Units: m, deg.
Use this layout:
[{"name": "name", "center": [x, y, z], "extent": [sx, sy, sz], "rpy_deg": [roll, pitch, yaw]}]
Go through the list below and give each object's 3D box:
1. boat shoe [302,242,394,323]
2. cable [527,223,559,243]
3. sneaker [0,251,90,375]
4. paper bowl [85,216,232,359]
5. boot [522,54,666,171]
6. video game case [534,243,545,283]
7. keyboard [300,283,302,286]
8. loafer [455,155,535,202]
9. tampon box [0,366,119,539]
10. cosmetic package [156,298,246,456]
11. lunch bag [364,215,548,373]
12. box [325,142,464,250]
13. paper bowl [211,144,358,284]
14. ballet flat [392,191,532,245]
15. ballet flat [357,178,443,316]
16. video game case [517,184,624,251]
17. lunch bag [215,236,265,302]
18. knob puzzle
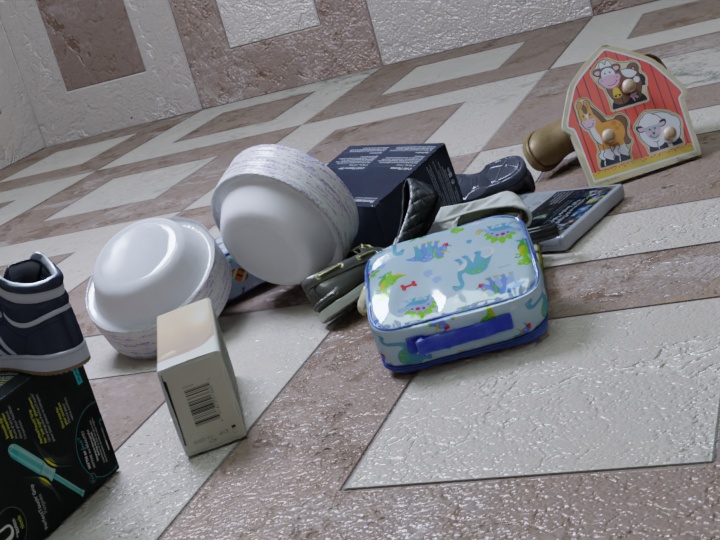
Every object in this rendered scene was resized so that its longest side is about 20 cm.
[{"name": "boat shoe", "center": [0.002, -0.001, 1.517], "extent": [0.201, 0.061, 0.072], "rpy_deg": [-34, -5, -44]}, {"name": "cable", "center": [0.150, -0.017, 1.441], "extent": [0.197, 0.051, 0.097], "rpy_deg": [-10, -3, -17]}, {"name": "sneaker", "center": [-0.357, 0.042, 1.153], "extent": [0.197, 0.110, 0.070], "rpy_deg": [0, 21, 31]}, {"name": "paper bowl", "center": [-0.282, 0.010, 1.575], "extent": [0.198, 0.105, 0.203], "rpy_deg": [-14, 45, 14]}, {"name": "boot", "center": [0.360, -0.248, 1.801], "extent": [0.174, 0.066, 0.200], "rpy_deg": [-34, -5, -42]}, {"name": "video game case", "center": [0.127, 0.021, 1.416], "extent": [0.197, 0.026, 0.181], "rpy_deg": [-13, 17, 11]}, {"name": "keyboard", "center": [-0.070, -0.014, 1.743], "extent": [0.055, 0.011, 0.200], "rpy_deg": [-18, 17, -1]}, {"name": "loafer", "center": [0.171, -0.112, 1.758], "extent": [0.198, 0.063, 0.073], "rpy_deg": [-18, 43, 31]}, {"name": "tampon box", "center": [-0.365, 0.186, 1.156], "extent": [0.124, 0.152, 0.200], "rpy_deg": [-6, 20, 27]}, {"name": "cosmetic package", "center": [-0.180, 0.114, 1.290], "extent": [0.070, 0.107, 0.200], "rpy_deg": [-18, 15, -5]}, {"name": "lunch bag", "center": [0.104, 0.028, 1.279], "extent": [0.197, 0.083, 0.162], "rpy_deg": [-16, 35, 6]}, {"name": "box", "center": [0.016, -0.098, 1.703], "extent": [0.198, 0.105, 0.182], "rpy_deg": [4, 35, 44]}, {"name": "paper bowl", "center": [-0.110, -0.062, 1.574], "extent": [0.198, 0.202, 0.105], "rpy_deg": [-4, 43, 35]}, {"name": "ballet flat", "center": [0.137, -0.052, 1.504], "extent": [0.197, 0.071, 0.069], "rpy_deg": [-20, 17, -19]}, {"name": "ballet flat", "center": [0.041, -0.027, 1.430], "extent": [0.201, 0.056, 0.067], "rpy_deg": [-61, 0, -29]}, {"name": "video game case", "center": [0.243, -0.068, 1.593], "extent": [0.180, 0.024, 0.199], "rpy_deg": [-4, 21, 38]}, {"name": "lunch bag", "center": [-0.218, 0.001, 1.734], "extent": [0.198, 0.077, 0.160], "rpy_deg": [-26, 17, -24]}, {"name": "knob puzzle", "center": [0.387, -0.239, 1.693], "extent": [0.216, 0.223, 0.030], "rpy_deg": [-18, -10, -4]}]
